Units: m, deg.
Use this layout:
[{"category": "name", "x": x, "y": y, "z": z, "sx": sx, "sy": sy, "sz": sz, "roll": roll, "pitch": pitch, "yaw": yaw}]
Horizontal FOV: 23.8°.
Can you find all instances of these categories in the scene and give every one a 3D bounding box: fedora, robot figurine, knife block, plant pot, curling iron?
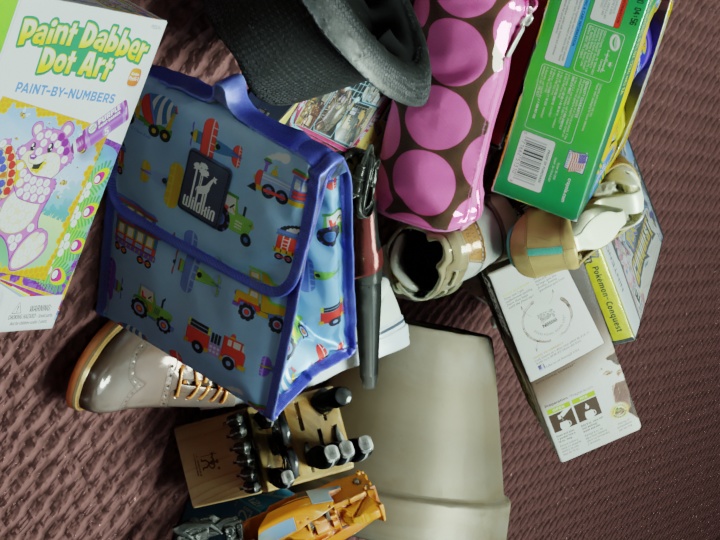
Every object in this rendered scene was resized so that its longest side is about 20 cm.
[{"category": "fedora", "x": -0.037, "y": -0.162, "z": 1.043, "sx": 0.091, "sy": 0.201, "sz": 0.200, "roll": -29, "pitch": 162, "yaw": 17}, {"category": "robot figurine", "x": -0.070, "y": 0.237, "z": 1.303, "sx": 0.199, "sy": 0.058, "sz": 0.145, "roll": -24, "pitch": 117, "yaw": -12}, {"category": "knife block", "x": -0.039, "y": 0.123, "z": 1.271, "sx": 0.200, "sy": 0.175, "sz": 0.064, "roll": -7, "pitch": 83, "yaw": -61}, {"category": "plant pot", "x": 0.041, "y": 0.131, "z": 1.449, "sx": 0.200, "sy": 0.199, "sz": 0.174, "roll": 9, "pitch": 91, "yaw": -65}, {"category": "curling iron", "x": 0.000, "y": 0.000, "z": 1.266, "sx": 0.050, "sy": 0.025, "sz": 0.201, "roll": -46, "pitch": 142, "yaw": -51}]

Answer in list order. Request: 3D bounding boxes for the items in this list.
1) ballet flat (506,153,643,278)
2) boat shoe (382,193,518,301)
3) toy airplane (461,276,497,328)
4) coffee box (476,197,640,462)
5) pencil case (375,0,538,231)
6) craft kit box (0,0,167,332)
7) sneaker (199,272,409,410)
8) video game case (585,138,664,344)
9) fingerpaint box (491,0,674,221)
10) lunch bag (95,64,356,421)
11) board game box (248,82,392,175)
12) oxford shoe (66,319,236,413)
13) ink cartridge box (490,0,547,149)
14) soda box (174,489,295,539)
[{"category": "ballet flat", "x": 0.185, "y": -0.041, "z": 1.322, "sx": 0.200, "sy": 0.063, "sz": 0.069, "roll": -36, "pitch": 116, "yaw": -49}, {"category": "boat shoe", "x": 0.052, "y": -0.014, "z": 1.363, "sx": 0.068, "sy": 0.075, "sz": 0.200, "roll": -20, "pitch": 174, "yaw": -25}, {"category": "toy airplane", "x": 0.160, "y": -0.012, "z": 1.593, "sx": 0.199, "sy": 0.140, "sz": 0.201, "roll": -91, "pitch": 180, "yaw": -62}, {"category": "coffee box", "x": 0.159, "y": 0.044, "z": 1.445, "sx": 0.080, "sy": 0.113, "sz": 0.200, "roll": -24, "pitch": 119, "yaw": 0}, {"category": "pencil case", "x": 0.070, "y": -0.125, "z": 1.231, "sx": 0.091, "sy": 0.093, "sz": 0.201, "roll": -36, "pitch": 143, "yaw": -54}, {"category": "craft kit box", "x": -0.205, "y": -0.060, "z": 0.908, "sx": 0.200, "sy": 0.048, "sz": 0.198, "roll": -4, "pitch": 116, "yaw": -62}, {"category": "sneaker", "x": -0.050, "y": 0.053, "z": 1.314, "sx": 0.200, "sy": 0.073, "sz": 0.071, "roll": -20, "pitch": 94, "yaw": -41}, {"category": "video game case", "x": 0.226, "y": -0.060, "z": 1.551, "sx": 0.181, "sy": 0.025, "sz": 0.200, "roll": 66, "pitch": 27, "yaw": -21}, {"category": "fingerpaint box", "x": 0.177, "y": -0.161, "z": 1.263, "sx": 0.167, "sy": 0.073, "sz": 0.201, "roll": -49, "pitch": 157, "yaw": -59}, {"category": "lunch bag", "x": -0.078, "y": -0.035, "z": 1.049, "sx": 0.094, "sy": 0.150, "sz": 0.201, "roll": -39, "pitch": 147, "yaw": -40}, {"category": "board game box", "x": -0.041, "y": -0.090, "z": 1.206, "sx": 0.200, "sy": 0.035, "sz": 0.136, "roll": -49, "pitch": 153, "yaw": -26}, {"category": "oxford shoe", "x": -0.119, "y": 0.061, "z": 1.165, "sx": 0.200, "sy": 0.073, "sz": 0.072, "roll": -22, "pitch": 135, "yaw": -55}, {"category": "ink cartridge box", "x": 0.127, "y": -0.207, "z": 1.354, "sx": 0.175, "sy": 0.084, "sz": 0.201, "roll": -23, "pitch": 136, "yaw": -54}, {"category": "soda box", "x": -0.120, "y": 0.259, "z": 1.379, "sx": 0.064, "sy": 0.068, "sz": 0.201, "roll": -5, "pitch": 120, "yaw": -60}]
